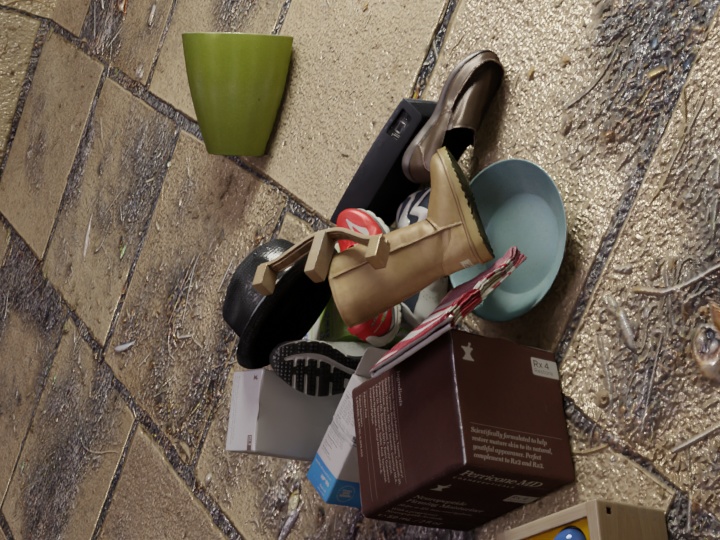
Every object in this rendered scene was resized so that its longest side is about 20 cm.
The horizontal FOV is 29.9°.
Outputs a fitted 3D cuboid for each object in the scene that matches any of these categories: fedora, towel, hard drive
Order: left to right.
[{"bbox_3d":[-0.118,0.031,1.803,0.092,0.200,0.201,38,113,22],"label":"fedora"},{"bbox_3d":[0.048,-0.140,1.840,0.042,0.135,0.200,40,112,22],"label":"hard drive"},{"bbox_3d":[0.101,0.047,1.571,0.144,0.200,0.023,-38,90,39],"label":"towel"}]

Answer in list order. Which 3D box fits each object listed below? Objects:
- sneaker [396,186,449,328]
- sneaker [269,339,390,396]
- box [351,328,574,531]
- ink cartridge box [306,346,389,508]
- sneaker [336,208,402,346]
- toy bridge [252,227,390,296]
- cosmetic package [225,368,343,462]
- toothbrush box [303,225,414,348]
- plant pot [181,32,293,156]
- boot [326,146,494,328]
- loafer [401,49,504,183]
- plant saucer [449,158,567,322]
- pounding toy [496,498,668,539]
[{"bbox_3d":[0.102,-0.030,1.753,0.130,0.079,0.200,-42,35,53],"label":"sneaker"},{"bbox_3d":[-0.031,0.128,1.797,0.080,0.199,0.074,-158,78,-66],"label":"sneaker"},{"bbox_3d":[0.114,0.190,1.571,0.200,0.165,0.165,-36,49,46],"label":"box"},{"bbox_3d":[0.027,0.207,1.745,0.068,0.116,0.201,46,117,52],"label":"ink cartridge box"},{"bbox_3d":[0.000,0.000,1.744,0.077,0.085,0.201,-33,57,31],"label":"sneaker"},{"bbox_3d":[-0.049,-0.018,1.663,0.199,0.027,0.067,-13,47,35],"label":"toy bridge"},{"bbox_3d":[-0.075,0.202,1.826,0.081,0.199,0.113,-11,69,55],"label":"cosmetic package"},{"bbox_3d":[-0.002,0.037,1.885,0.200,0.086,0.146,-26,57,52],"label":"toothbrush box"},{"bbox_3d":[-0.207,-0.295,2.270,0.187,0.187,0.201,13,104,58],"label":"plant pot"},{"bbox_3d":[0.048,-0.044,1.666,0.199,0.066,0.176,-24,57,13],"label":"boot"},{"bbox_3d":[0.135,-0.193,1.761,0.071,0.073,0.200,29,89,47],"label":"loafer"},{"bbox_3d":[0.187,-0.035,1.651,0.201,0.039,0.202,-14,71,47],"label":"plant saucer"},{"bbox_3d":[0.205,0.352,1.390,0.200,0.142,0.185,-33,51,47],"label":"pounding toy"}]
